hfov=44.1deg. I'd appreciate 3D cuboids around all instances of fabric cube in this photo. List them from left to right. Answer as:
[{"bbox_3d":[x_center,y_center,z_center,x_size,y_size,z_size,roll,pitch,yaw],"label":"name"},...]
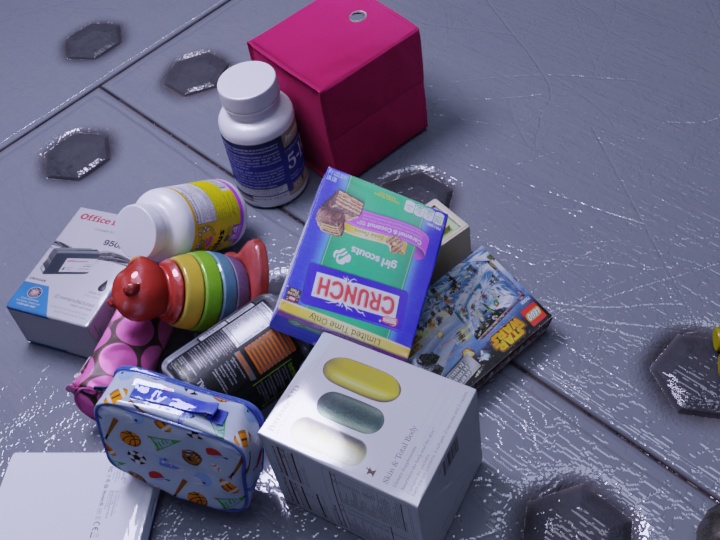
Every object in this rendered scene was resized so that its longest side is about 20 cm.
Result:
[{"bbox_3d":[-0.032,-0.295,1.412,0.198,0.202,0.196,-35,53,-20],"label":"fabric cube"}]

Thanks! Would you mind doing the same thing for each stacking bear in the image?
[{"bbox_3d":[-0.231,0.024,1.172,0.197,0.121,0.116,-1,78,-38],"label":"stacking bear"}]

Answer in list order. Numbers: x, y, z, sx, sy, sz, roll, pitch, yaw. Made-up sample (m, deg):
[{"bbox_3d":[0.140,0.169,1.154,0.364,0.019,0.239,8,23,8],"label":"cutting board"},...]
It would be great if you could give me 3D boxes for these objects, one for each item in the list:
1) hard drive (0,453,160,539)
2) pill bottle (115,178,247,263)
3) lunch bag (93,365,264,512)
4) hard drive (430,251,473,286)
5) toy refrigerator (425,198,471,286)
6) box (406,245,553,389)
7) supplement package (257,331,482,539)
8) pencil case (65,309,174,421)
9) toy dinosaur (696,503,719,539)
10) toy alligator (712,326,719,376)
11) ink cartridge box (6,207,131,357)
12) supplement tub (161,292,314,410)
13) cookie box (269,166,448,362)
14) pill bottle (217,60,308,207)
[{"bbox_3d":[-0.343,0.284,1.071,0.195,0.026,0.134,-2,49,9],"label":"hard drive"},{"bbox_3d":[-0.253,-0.068,1.260,0.103,0.106,0.199,18,19,24],"label":"pill bottle"},{"bbox_3d":[-0.197,0.188,1.008,0.196,0.162,0.076,14,45,9],"label":"lunch bag"},{"bbox_3d":[0.053,0.002,1.254,0.197,0.026,0.133,17,55,23],"label":"hard drive"},{"bbox_3d":[0.052,-0.009,1.199,0.198,0.071,0.076,-34,52,-19],"label":"toy refrigerator"},{"bbox_3d":[0.131,0.077,1.145,0.199,0.040,0.137,-35,67,-20],"label":"box"},{"bbox_3d":[0.016,0.200,1.003,0.197,0.152,0.153,18,55,25],"label":"supplement package"},{"bbox_3d":[-0.310,0.101,1.186,0.092,0.091,0.202,26,48,-9],"label":"pencil case"},{"bbox_3d":[0.386,0.272,0.920,0.101,0.078,0.200,-15,22,43],"label":"toy dinosaur"},{"bbox_3d":[0.463,0.113,1.061,0.058,0.055,0.203,-1,49,10],"label":"toy alligator"},{"bbox_3d":[-0.386,0.015,1.284,0.142,0.085,0.202,11,51,19],"label":"ink cartridge box"},{"bbox_3d":[-0.141,0.113,1.128,0.198,0.124,0.122,-33,51,-19],"label":"supplement tub"},{"bbox_3d":[0.000,0.000,1.095,0.168,0.075,0.203,20,66,-5],"label":"cookie box"},{"bbox_3d":[-0.152,-0.208,1.358,0.117,0.202,0.121,-5,48,6],"label":"pill bottle"}]
